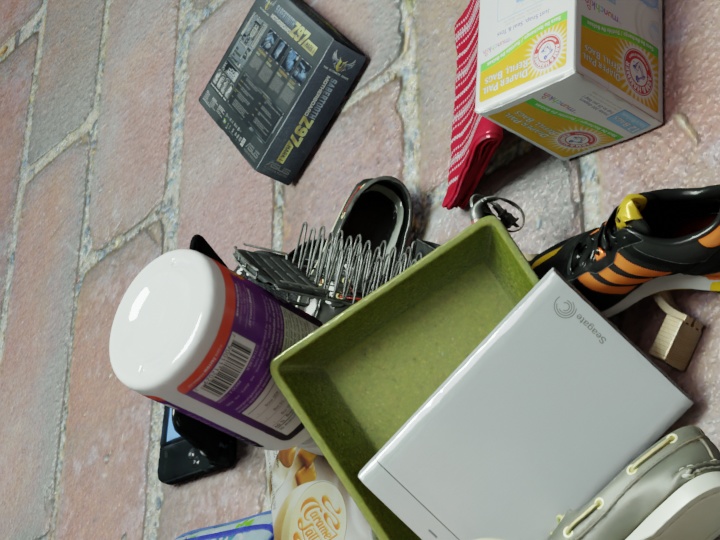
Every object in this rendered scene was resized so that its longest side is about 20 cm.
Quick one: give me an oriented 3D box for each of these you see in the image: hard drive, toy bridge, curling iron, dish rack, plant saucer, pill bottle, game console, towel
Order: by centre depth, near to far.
[{"bbox_3d":[0.113,0.116,0.970,0.200,0.132,0.027,-47,-1,8],"label":"hard drive"},{"bbox_3d":[0.069,0.094,1.011,0.199,0.200,0.048,-34,0,9],"label":"plant saucer"},{"bbox_3d":[0.178,0.012,1.044,0.200,0.027,0.067,26,91,55],"label":"toy bridge"},{"bbox_3d":[0.119,0.036,1.058,0.026,0.049,0.201,-28,70,55],"label":"curling iron"},{"bbox_3d":[-0.083,0.072,1.067,0.111,0.200,0.112,-23,52,33],"label":"pill bottle"},{"bbox_3d":[0.000,0.000,1.122,0.153,0.199,0.055,-147,69,-69],"label":"dish rack"},{"bbox_3d":[0.099,-0.166,1.187,0.145,0.022,0.201,114,163,-65],"label":"towel"},{"bbox_3d":[-0.179,0.092,1.388,0.175,0.116,0.201,-23,54,44],"label":"game console"}]

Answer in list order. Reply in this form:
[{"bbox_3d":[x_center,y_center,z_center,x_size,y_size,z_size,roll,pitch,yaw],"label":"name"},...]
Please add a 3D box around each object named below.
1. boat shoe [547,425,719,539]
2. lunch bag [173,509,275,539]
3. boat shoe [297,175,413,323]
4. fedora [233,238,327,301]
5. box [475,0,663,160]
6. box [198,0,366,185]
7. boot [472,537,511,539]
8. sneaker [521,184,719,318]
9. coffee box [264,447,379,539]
[{"bbox_3d":[0.165,0.182,0.933,0.202,0.072,0.060,-44,43,23],"label":"boat shoe"},{"bbox_3d":[-0.131,0.286,1.208,0.200,0.083,0.161,-21,20,45],"label":"lunch bag"},{"bbox_3d":[-0.008,0.011,1.235,0.063,0.073,0.202,148,142,-73],"label":"boat shoe"},{"bbox_3d":[-0.086,0.055,1.305,0.200,0.091,0.202,-28,52,41],"label":"fedora"},{"bbox_3d":[0.166,-0.205,1.102,0.101,0.112,0.201,-19,58,45],"label":"box"},{"bbox_3d":[-0.087,-0.202,1.482,0.158,0.051,0.200,-59,36,13],"label":"box"},{"bbox_3d":[0.053,0.247,0.951,0.107,0.075,0.200,-55,6,-36],"label":"boot"},{"bbox_3d":[0.185,-0.022,0.962,0.199,0.090,0.070,-12,51,35],"label":"sneaker"},{"bbox_3d":[-0.012,0.182,1.152,0.114,0.080,0.201,-37,46,32],"label":"coffee box"}]
